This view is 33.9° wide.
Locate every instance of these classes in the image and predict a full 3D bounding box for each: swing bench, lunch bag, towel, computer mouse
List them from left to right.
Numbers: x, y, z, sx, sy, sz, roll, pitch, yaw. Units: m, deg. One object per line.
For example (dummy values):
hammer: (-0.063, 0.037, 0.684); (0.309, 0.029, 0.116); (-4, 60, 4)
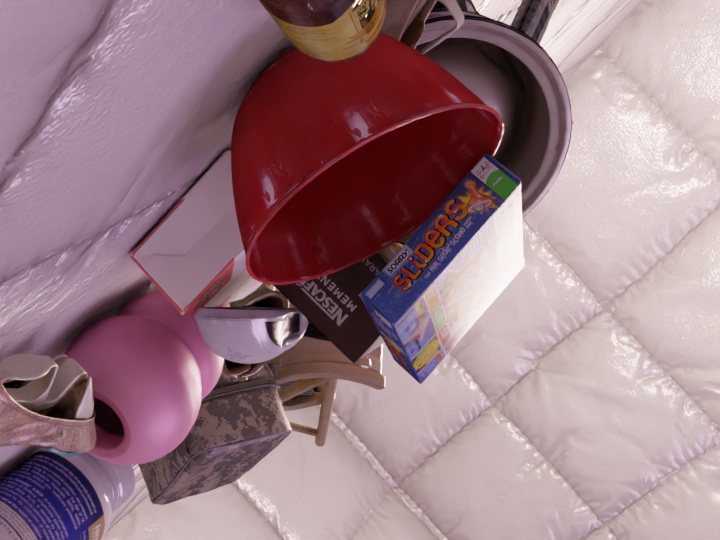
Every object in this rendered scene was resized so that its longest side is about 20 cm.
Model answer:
lunch bag: (-0.183, 0.150, 1.348); (0.138, 0.169, 0.200); (-13, 160, -33)
computer mouse: (-0.083, 0.052, 0.972); (0.200, 0.108, 0.045); (5, 88, -75)
swing bench: (-0.060, 0.077, 1.449); (0.200, 0.128, 0.201); (130, -30, -50)
towel: (0.179, -0.282, 1.149); (0.202, 0.034, 0.192); (-65, 172, 7)

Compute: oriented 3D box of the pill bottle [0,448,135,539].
pill bottle: (-0.333, 0.258, 1.243); (0.120, 0.120, 0.200); (-47, 175, 39)

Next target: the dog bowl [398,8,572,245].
dog bowl: (0.068, -0.122, 0.968); (0.200, 0.199, 0.074); (-45, -153, 16)

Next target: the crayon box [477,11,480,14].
crayon box: (0.051, -0.167, 1.168); (0.200, 0.058, 0.119); (-45, 176, 5)

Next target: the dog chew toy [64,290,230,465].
dog chew toy: (-0.175, 0.077, 1.026); (0.125, 0.124, 0.200); (-47, -178, 37)

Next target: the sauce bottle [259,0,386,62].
sauce bottle: (-0.024, -0.149, 0.585); (0.066, 0.066, 0.200); (-44, 178, 5)

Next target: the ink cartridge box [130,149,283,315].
ink cartridge box: (-0.099, -0.034, 0.984); (0.116, 0.068, 0.200); (-45, 174, 10)

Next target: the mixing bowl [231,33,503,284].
mixing bowl: (-0.014, -0.090, 0.808); (0.198, 0.109, 0.200); (-28, 163, -9)

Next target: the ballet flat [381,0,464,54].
ballet flat: (0.058, -0.205, 0.818); (0.069, 0.070, 0.200); (-39, 173, -47)

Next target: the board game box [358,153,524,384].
board game box: (0.069, 0.007, 0.896); (0.136, 0.034, 0.200); (-48, 162, -8)

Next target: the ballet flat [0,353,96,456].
ballet flat: (-0.231, 0.094, 0.852); (0.068, 0.068, 0.200); (-55, 166, 2)

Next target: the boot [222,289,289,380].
boot: (-0.162, 0.089, 1.178); (0.200, 0.072, 0.154); (-49, -157, -12)

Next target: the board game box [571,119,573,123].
board game box: (0.109, -0.118, 1.217); (0.199, 0.062, 0.200); (-20, -156, 43)

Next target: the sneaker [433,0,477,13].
sneaker: (0.056, -0.159, 1.034); (0.083, 0.075, 0.202); (-10, 136, -17)

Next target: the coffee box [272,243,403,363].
coffee box: (0.000, 0.000, 1.023); (0.080, 0.114, 0.200); (-48, 173, 11)
